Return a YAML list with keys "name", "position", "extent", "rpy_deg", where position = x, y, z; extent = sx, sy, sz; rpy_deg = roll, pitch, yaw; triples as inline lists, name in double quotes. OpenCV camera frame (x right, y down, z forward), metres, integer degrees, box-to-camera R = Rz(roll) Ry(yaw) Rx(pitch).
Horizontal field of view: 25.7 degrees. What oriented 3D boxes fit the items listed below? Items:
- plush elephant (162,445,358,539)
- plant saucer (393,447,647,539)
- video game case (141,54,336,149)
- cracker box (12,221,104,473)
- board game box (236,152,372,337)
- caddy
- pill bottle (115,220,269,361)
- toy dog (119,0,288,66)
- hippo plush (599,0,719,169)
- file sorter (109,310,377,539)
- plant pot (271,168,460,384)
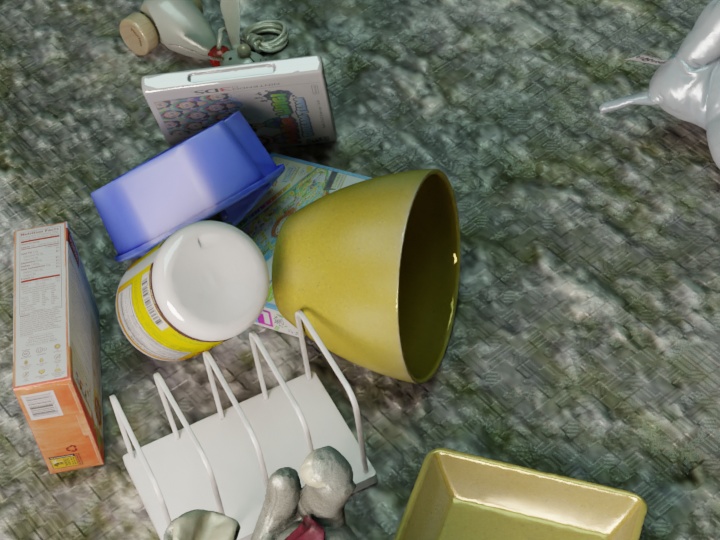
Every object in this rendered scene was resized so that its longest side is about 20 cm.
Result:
- name: "plush elephant"
  position: [-0.073, 0.253, 1.263]
  extent: [0.155, 0.200, 0.165]
  rpy_deg: [-24, 85, -28]
- name: "plant saucer"
  position: [0.124, 0.261, 1.331]
  extent: [0.199, 0.049, 0.200]
  rpy_deg: [12, 51, 17]
- name: "video game case"
  position: [-0.122, -0.168, 1.654]
  extent: [0.181, 0.200, 0.024]
  rpy_deg: [-7, 74, 1]
- name: "cracker box"
  position: [-0.287, 0.072, 1.498]
  extent: [0.058, 0.134, 0.200]
  rpy_deg: [-10, 47, 0]
- name: "board game box"
  position: [-0.076, -0.030, 1.626]
  extent: [0.134, 0.034, 0.200]
  rpy_deg: [16, 52, 21]
- name: "caddy"
  position: [-0.173, -0.076, 1.600]
  extent: [0.200, 0.105, 0.141]
  rpy_deg: [-27, 7, 16]
- name: "pill bottle"
  position: [-0.164, 0.025, 1.478]
  extent: [0.109, 0.200, 0.110]
  rpy_deg: [4, 78, -22]
- name: "toy dog"
  position: [-0.190, -0.289, 1.831]
  extent: [0.199, 0.096, 0.132]
  rpy_deg: [13, 52, 18]
- name: "hippo plush"
  position: [0.389, -0.178, 1.612]
  extent: [0.200, 0.159, 0.161]
  rpy_deg: [-13, 57, -30]
- name: "file sorter"
  position: [-0.109, 0.147, 1.414]
  extent: [0.200, 0.125, 0.139]
  rpy_deg: [-24, 49, -13]
- name: "plant pot"
  position: [0.000, 0.000, 1.487]
  extent: [0.142, 0.200, 0.200]
  rpy_deg: [5, 49, 19]
